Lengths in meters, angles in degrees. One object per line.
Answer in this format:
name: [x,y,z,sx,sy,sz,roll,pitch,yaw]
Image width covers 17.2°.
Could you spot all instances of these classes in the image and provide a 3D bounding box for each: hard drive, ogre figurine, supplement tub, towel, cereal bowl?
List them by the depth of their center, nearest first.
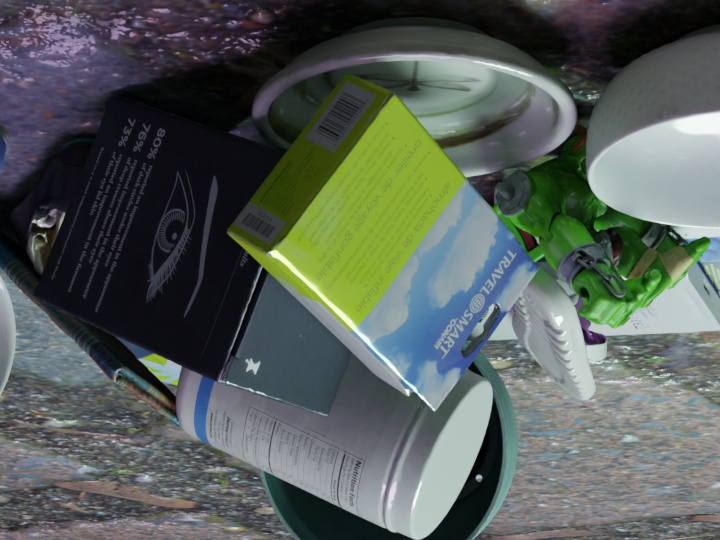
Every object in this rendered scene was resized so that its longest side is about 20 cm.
cereal bowl: [0.235,-0.096,1.453,0.200,0.083,0.200,1,162,0]
ogre figurine: [0.151,-0.025,1.562,0.200,0.120,0.098,-35,167,-49]
supplement tub: [-0.020,0.097,1.718,0.200,0.132,0.132,23,167,17]
hard drive: [0.156,0.019,1.747,0.200,0.025,0.132,-3,160,20]
towel: [-0.214,0.035,1.750,0.200,0.022,0.147,42,179,27]

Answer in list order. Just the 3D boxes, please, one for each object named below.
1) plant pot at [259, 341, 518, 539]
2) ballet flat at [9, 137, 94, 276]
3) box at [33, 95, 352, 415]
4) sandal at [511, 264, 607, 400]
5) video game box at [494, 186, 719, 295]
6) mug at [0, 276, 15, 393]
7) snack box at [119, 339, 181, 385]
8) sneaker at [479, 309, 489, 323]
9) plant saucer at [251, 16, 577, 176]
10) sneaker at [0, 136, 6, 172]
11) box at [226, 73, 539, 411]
plant pot: [0.036,0.130,1.838,0.200,0.200,0.134,-6,178,19]
ballet flat: [-0.211,-0.030,1.689,0.073,0.073,0.200,6,161,-15]
box: [-0.091,-0.011,1.512,0.200,0.148,0.104,22,180,43]
sandal: [0.148,0.040,1.684,0.050,0.082,0.203,-39,163,-6]
video game box: [0.204,-0.016,1.748,0.182,0.047,0.200,-1,161,15]
mug: [-0.360,0.042,1.825,0.175,0.148,0.200,2,-165,37]
snack box: [-0.072,0.054,1.928,0.200,0.068,0.169,20,153,-41]
sneaker: [0.002,0.000,1.621,0.200,0.078,0.140,17,146,44]
plant saucer: [0.033,-0.113,1.464,0.200,0.050,0.200,0,162,0]
sneaker: [-0.320,-0.074,1.550,0.200,0.078,0.070,18,155,-40]
box: [0.019,-0.014,1.433,0.048,0.122,0.200,29,168,42]
